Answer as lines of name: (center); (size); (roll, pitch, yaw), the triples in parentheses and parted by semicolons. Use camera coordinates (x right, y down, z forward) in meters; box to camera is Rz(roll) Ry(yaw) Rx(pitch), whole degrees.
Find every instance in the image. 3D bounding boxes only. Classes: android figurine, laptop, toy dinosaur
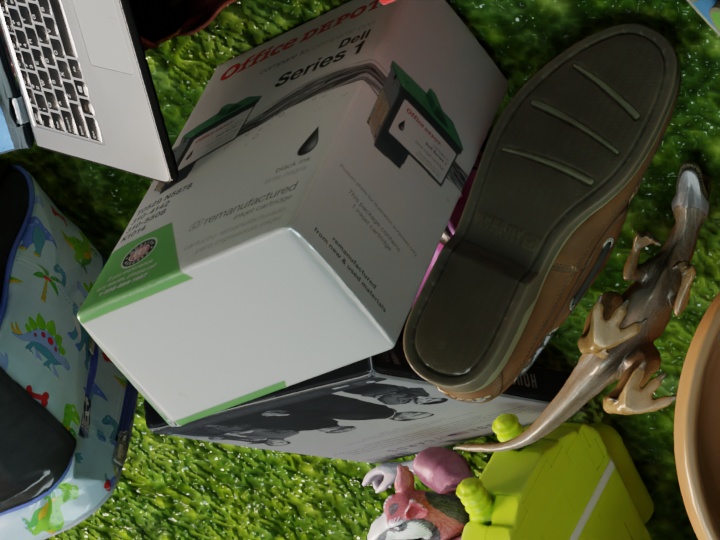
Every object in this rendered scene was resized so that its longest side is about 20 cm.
android figurine: (0.107, 0.164, 1.516); (0.041, 0.182, 0.200); (2, 138, 37)
laptop: (-0.209, -0.120, 1.355); (0.200, 0.116, 0.188); (17, 129, 50)
toy dinosaur: (0.125, 0.042, 1.399); (0.060, 0.106, 0.200); (36, 102, -3)

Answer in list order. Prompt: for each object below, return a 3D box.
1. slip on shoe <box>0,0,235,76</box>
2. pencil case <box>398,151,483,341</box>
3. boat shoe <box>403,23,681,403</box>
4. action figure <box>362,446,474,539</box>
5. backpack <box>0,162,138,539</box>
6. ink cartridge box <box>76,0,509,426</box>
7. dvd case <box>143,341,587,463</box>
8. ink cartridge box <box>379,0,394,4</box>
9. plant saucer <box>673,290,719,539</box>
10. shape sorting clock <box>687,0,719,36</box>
slip on shoe: (-0.114, -0.137, 1.383); (0.200, 0.061, 0.074); (-22, 125, 39)
pencil case: (0.000, 0.000, 1.461); (0.200, 0.091, 0.094); (-25, 120, 36)
boat shoe: (0.090, -0.027, 1.358); (0.072, 0.200, 0.068); (36, -178, 26)
action figure: (0.062, 0.171, 1.555); (0.148, 0.134, 0.200); (2, 151, 19)
backpack: (-0.214, 0.058, 1.520); (0.183, 0.200, 0.147); (-24, 127, 28)
ink cartridge box: (-0.029, -0.036, 1.351); (0.146, 0.200, 0.084); (-22, 120, 36)
dvd case: (0.006, 0.071, 1.495); (0.150, 0.025, 0.200); (-16, 164, 34)
ink cartridge box: (0.014, -0.190, 1.247); (0.200, 0.067, 0.116); (41, 155, -20)
plant saucer: (0.232, 0.079, 1.381); (0.200, 0.200, 0.037); (41, 160, -21)
shape sorting clock: (0.173, -0.139, 1.207); (0.200, 0.039, 0.200); (48, 165, 18)
